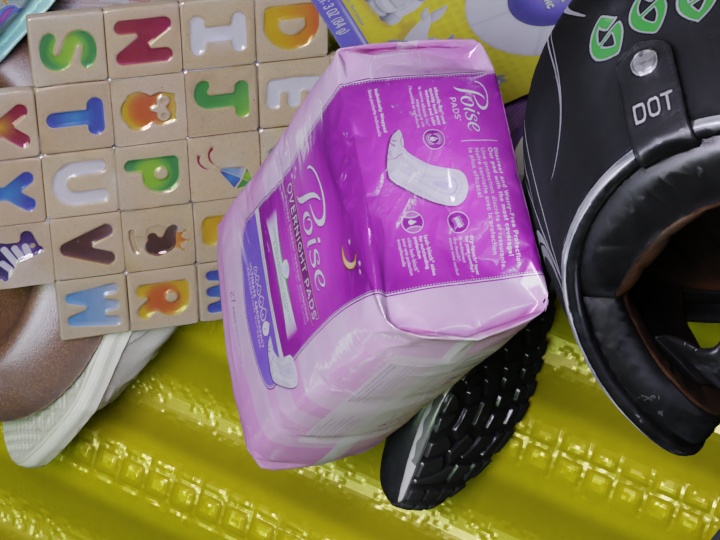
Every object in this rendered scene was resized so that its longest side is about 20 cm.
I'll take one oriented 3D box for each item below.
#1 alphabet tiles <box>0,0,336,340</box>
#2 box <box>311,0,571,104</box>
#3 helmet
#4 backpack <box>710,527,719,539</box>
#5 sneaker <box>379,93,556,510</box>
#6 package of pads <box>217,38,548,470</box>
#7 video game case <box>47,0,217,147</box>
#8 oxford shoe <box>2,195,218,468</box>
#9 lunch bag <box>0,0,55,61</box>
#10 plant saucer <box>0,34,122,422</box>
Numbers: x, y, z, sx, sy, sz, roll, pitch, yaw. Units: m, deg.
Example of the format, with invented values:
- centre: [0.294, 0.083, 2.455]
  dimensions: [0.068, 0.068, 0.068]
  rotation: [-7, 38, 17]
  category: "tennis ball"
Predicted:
- centre: [-0.077, -0.046, 0.926]
  dimensions: [0.198, 0.006, 0.168]
  rotation: [-7, 123, -11]
  category: "alphabet tiles"
- centre: [0.084, -0.134, 0.845]
  dimensions: [0.199, 0.117, 0.049]
  rotation: [-24, 52, 11]
  category: "box"
- centre: [0.157, -0.042, 0.796]
  dimensions: [0.198, 0.191, 0.201]
  rotation: [5, 126, 7]
  category: "helmet"
- centre: [0.235, 0.181, 0.845]
  dimensions: [0.200, 0.153, 0.164]
  rotation: [41, 108, 35]
  category: "backpack"
- centre: [0.040, 0.008, 0.941]
  dimensions: [0.087, 0.075, 0.202]
  rotation: [28, 106, 33]
  category: "sneaker"
- centre: [0.000, 0.000, 0.844]
  dimensions: [0.200, 0.075, 0.122]
  rotation: [134, 127, -62]
  category: "package of pads"
- centre: [-0.116, -0.164, 0.966]
  dimensions: [0.143, 0.018, 0.202]
  rotation: [11, 105, 50]
  category: "video game case"
- centre: [-0.119, 0.026, 1.011]
  dimensions: [0.201, 0.057, 0.075]
  rotation: [-55, 46, 27]
  category: "oxford shoe"
- centre: [-0.236, -0.162, 0.978]
  dimensions: [0.200, 0.122, 0.171]
  rotation: [-49, 57, 22]
  category: "lunch bag"
- centre: [-0.192, -0.025, 1.013]
  dimensions: [0.199, 0.032, 0.202]
  rotation: [0, 89, 41]
  category: "plant saucer"
